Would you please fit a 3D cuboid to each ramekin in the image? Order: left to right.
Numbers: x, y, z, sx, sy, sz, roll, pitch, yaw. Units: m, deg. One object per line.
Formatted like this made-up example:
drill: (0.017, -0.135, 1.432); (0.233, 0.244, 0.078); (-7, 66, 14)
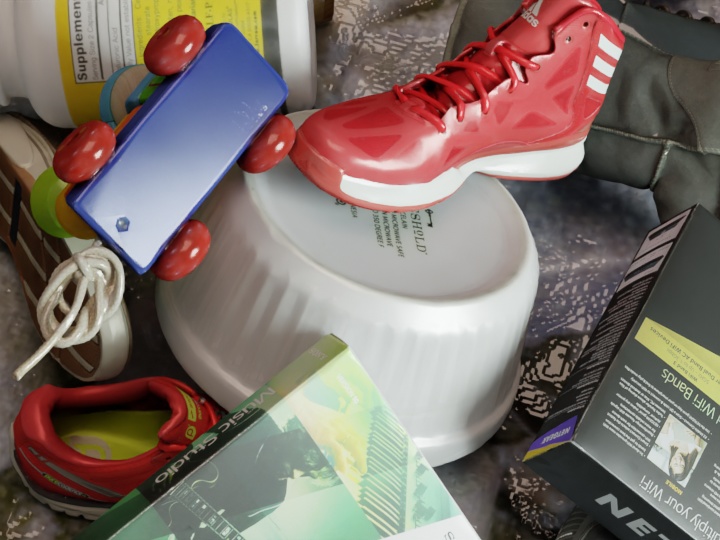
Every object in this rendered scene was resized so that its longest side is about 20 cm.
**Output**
ramekin: (0.000, 0.000, 1.085); (0.201, 0.095, 0.203); (14, 37, -11)

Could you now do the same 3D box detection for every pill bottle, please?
pill bottle: (-0.126, -0.135, 1.142); (0.198, 0.112, 0.112); (-3, 57, 2)

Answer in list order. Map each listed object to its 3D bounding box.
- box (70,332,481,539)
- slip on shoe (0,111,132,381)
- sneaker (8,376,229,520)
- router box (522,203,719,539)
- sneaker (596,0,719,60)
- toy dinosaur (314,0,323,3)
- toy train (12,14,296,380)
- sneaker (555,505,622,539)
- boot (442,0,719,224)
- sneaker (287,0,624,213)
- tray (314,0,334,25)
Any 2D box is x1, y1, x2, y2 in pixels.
box: (-0.049, 0.147, 0.991); (0.200, 0.036, 0.145); (-39, 112, -12)
slip on shoe: (-0.156, -0.018, 1.132); (0.060, 0.076, 0.200); (-6, 37, -30)
sneaker: (-0.081, 0.092, 1.068); (0.198, 0.085, 0.077); (0, 59, -3)
router box: (0.201, 0.090, 1.064); (0.200, 0.052, 0.158); (39, 61, -9)
sneaker: (0.174, -0.131, 1.244); (0.200, 0.075, 0.106); (44, 57, 15)
toy dinosaur: (-0.056, -0.178, 1.229); (0.198, 0.058, 0.102); (-5, 73, 0)
toy train: (-0.130, -0.031, 1.019); (0.085, 0.115, 0.200); (46, 69, -23)
sneaker: (0.113, 0.188, 1.018); (0.066, 0.091, 0.201); (15, 58, 5)
boot: (0.134, -0.060, 1.177); (0.199, 0.183, 0.072); (14, 12, 25)
sneaker: (0.055, -0.102, 1.064); (0.199, 0.116, 0.078); (-15, 49, -44)
tray: (-0.102, -0.222, 1.295); (0.098, 0.037, 0.201); (-20, 61, -16)
